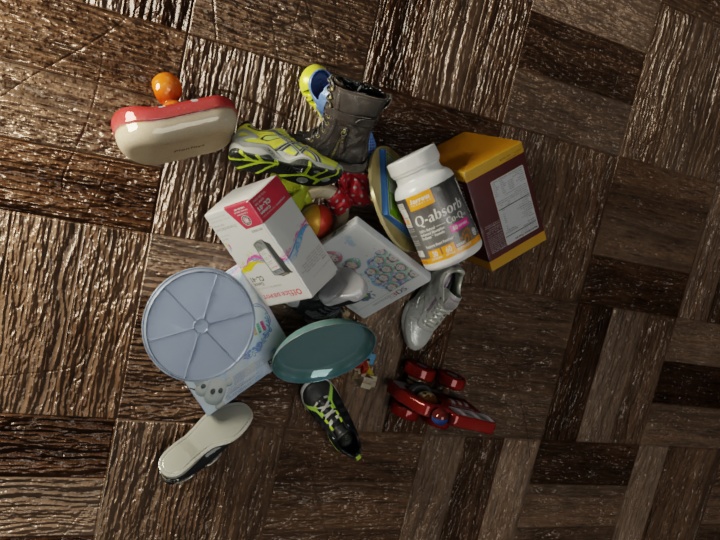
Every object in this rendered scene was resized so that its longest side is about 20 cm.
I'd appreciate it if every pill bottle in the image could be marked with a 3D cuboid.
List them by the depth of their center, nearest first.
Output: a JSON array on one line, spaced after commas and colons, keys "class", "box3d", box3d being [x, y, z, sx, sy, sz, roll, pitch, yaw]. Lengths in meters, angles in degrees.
[{"class": "pill bottle", "box3d": [0.128, -0.112, 1.414, 0.115, 0.116, 0.202, -28, 99, -17]}]

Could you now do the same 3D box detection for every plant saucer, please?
[{"class": "plant saucer", "box3d": [-0.069, 0.144, 1.463, 0.197, 0.028, 0.201, -14, 146, -10]}]

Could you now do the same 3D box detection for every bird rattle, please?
[{"class": "bird rattle", "box3d": [-0.075, -0.117, 1.458, 0.197, 0.113, 0.165, -5, 121, -35]}]

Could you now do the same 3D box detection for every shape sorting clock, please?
[{"class": "shape sorting clock", "box3d": [0.066, -0.131, 1.478, 0.199, 0.039, 0.203, 35, 46, -45]}]

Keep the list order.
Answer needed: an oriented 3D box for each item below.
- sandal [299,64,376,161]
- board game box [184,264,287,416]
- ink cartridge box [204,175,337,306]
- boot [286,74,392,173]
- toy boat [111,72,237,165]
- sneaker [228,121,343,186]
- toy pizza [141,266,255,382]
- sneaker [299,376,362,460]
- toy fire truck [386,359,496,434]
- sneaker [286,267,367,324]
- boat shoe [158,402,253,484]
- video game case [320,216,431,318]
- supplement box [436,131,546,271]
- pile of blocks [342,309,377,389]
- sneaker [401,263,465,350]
[{"class": "sandal", "box3d": [-0.032, -0.272, 1.424, 0.080, 0.087, 0.201, -45, 120, -11]}, {"class": "board game box", "box3d": [-0.246, 0.124, 1.447, 0.199, 0.043, 0.201, -34, 115, -15]}, {"class": "ink cartridge box", "box3d": [-0.153, -0.047, 1.368, 0.086, 0.146, 0.202, -45, 112, -36]}, {"class": "boot", "box3d": [-0.054, -0.257, 1.359, 0.196, 0.070, 0.175, 8, 138, -5]}, {"class": "toy boat", "box3d": [-0.303, -0.255, 1.289, 0.197, 0.130, 0.133, -17, 80, -22]}, {"class": "sneaker", "box3d": [-0.118, -0.197, 1.332, 0.197, 0.075, 0.078, 14, 65, -22]}, {"class": "toy pizza", "box3d": [-0.279, 0.092, 1.382, 0.197, 0.032, 0.204, -5, 103, -23]}, {"class": "sneaker", "box3d": [-0.047, 0.290, 1.570, 0.071, 0.083, 0.201, -38, 117, -13]}, {"class": "toy fire truck", "box3d": [0.160, 0.270, 1.619, 0.198, 0.168, 0.114, 18, 95, -29]}, {"class": "sneaker", "box3d": [-0.047, 0.059, 1.455, 0.114, 0.198, 0.076, 52, 52, -33]}, {"class": "boat shoe", "box3d": [-0.282, 0.319, 1.473, 0.199, 0.074, 0.061, -39, 160, -30]}, {"class": "video game case", "box3d": [0.000, 0.000, 1.481, 0.199, 0.024, 0.181, 36, 132, -29]}, {"class": "supplement box", "box3d": [0.223, -0.136, 1.523, 0.131, 0.197, 0.203, -28, 114, -17]}, {"class": "pile of blocks", "box3d": [-0.006, 0.153, 1.565, 0.082, 0.062, 0.201, -38, 117, -12]}, {"class": "sneaker", "box3d": [0.145, 0.069, 1.597, 0.074, 0.099, 0.203, 18, 97, -31]}]
